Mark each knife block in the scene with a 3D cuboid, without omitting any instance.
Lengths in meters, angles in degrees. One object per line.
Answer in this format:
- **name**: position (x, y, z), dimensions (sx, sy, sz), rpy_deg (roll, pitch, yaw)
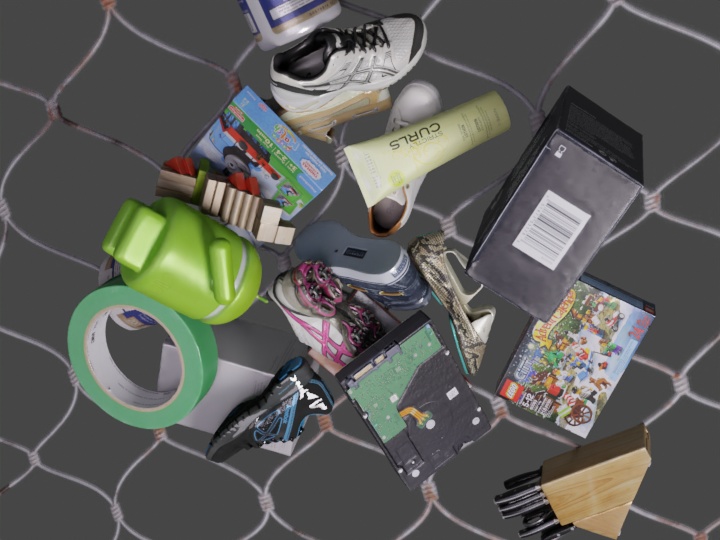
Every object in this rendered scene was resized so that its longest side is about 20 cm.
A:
- **knife block**: position (0.282, 0.282, 1.484), dimensions (0.173, 0.064, 0.202), rpy_deg (18, 116, 4)

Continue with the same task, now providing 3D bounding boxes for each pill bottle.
- **pill bottle**: position (-0.239, 0.003, 1.453), dimensions (0.198, 0.111, 0.112), rpy_deg (-17, 108, 26)
- **pill bottle**: position (-0.109, -0.370, 1.272), dimensions (0.110, 0.111, 0.202), rpy_deg (-19, 108, 20)

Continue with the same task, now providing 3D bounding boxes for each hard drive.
- **hard drive**: position (0.069, 0.166, 1.384), dimensions (0.139, 0.038, 0.201), rpy_deg (-37, 122, -8)

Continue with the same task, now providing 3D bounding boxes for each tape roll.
- **tape roll**: position (-0.283, 0.105, 1.420), dimensions (0.197, 0.048, 0.203), rpy_deg (8, 114, 18)

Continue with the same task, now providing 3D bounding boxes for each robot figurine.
- **robot figurine**: position (-0.202, -0.009, 1.295), dimensions (0.199, 0.175, 0.117), rpy_deg (30, 86, -33)

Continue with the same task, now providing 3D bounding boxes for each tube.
- **tube**: position (0.083, -0.150, 1.308), dimensions (0.198, 0.052, 0.059), rpy_deg (-25, 63, -6)

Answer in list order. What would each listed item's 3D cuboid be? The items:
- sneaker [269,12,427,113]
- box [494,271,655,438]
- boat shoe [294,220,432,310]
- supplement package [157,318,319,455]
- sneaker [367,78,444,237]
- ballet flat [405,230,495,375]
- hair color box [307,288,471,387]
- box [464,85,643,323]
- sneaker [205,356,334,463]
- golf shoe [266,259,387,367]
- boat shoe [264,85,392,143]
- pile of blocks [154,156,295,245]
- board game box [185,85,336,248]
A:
- **sneaker**: position (-0.013, -0.249, 1.270), dimensions (0.198, 0.088, 0.076), rpy_deg (-27, 70, -2)
- **box**: position (0.276, 0.105, 1.424), dimensions (0.135, 0.038, 0.202), rpy_deg (24, 116, 2)
- **boat shoe**: position (0.000, 0.000, 1.403), dimensions (0.199, 0.071, 0.091), rpy_deg (18, 157, 46)
- **supplement package**: position (-0.166, 0.148, 1.502), dimensions (0.197, 0.120, 0.123), rpy_deg (15, 116, 6)
- **sneaker**: position (0.055, -0.131, 1.351), dimensions (0.072, 0.085, 0.203), rpy_deg (16, 114, 8)
- **ballet flat**: position (0.130, 0.039, 1.419), dimensions (0.075, 0.068, 0.202), rpy_deg (-25, 102, 12)
- **hair color box**: position (0.038, 0.127, 1.457), dimensions (0.199, 0.064, 0.111), rpy_deg (40, 92, -4)
- **box**: position (0.227, -0.081, 1.266), dimensions (0.116, 0.200, 0.198), rpy_deg (31, 117, -1)
- **sneaker**: position (-0.120, 0.199, 1.406), dimensions (0.199, 0.073, 0.082), rpy_deg (-39, 102, 25)
- **golf shoe**: position (-0.035, 0.073, 1.392), dimensions (0.091, 0.073, 0.201), rpy_deg (-24, 113, 42)
- **boat shoe**: position (-0.055, -0.190, 1.363), dimensions (0.197, 0.072, 0.077), rpy_deg (-17, 120, 19)
- **pile of blocks**: position (-0.161, -0.100, 1.349), dimensions (0.198, 0.082, 0.063), rpy_deg (24, 114, 11)
- **board game box**: position (-0.135, -0.123, 1.374), dimensions (0.151, 0.037, 0.200), rpy_deg (44, 147, -7)
